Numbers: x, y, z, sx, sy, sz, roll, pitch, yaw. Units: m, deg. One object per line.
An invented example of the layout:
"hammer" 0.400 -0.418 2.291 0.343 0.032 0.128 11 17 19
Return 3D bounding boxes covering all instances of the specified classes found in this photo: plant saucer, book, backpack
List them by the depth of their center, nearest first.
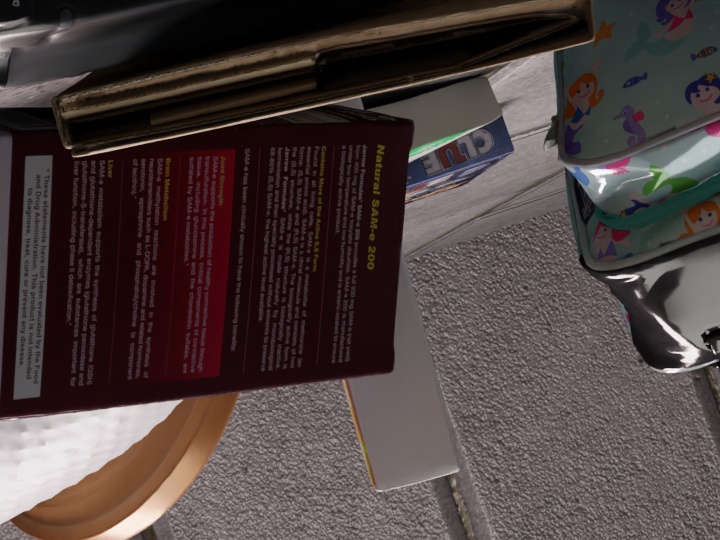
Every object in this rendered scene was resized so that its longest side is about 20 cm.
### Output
"backpack" 0.172 -0.074 0.941 0.177 0.151 0.201 -21 -146 19
"plant saucer" -0.133 0.041 1.074 0.200 0.201 0.032 -22 149 37
"book" -0.028 -0.060 1.282 0.200 0.048 0.133 -25 178 42

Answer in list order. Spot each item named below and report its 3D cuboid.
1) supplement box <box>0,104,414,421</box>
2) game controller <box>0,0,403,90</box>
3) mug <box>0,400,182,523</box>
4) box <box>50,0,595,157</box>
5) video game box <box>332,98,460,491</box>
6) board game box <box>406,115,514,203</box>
"supplement box" -0.075 -0.008 0.826 0.199 0.110 0.061 -4 -166 -38
"game controller" -0.061 -0.088 0.653 0.199 0.042 0.104 -17 -170 -35
"mug" -0.160 0.021 0.942 0.175 0.148 0.200 -29 162 32
"box" -0.014 -0.074 0.715 0.163 0.021 0.200 -13 -171 -1
"video game box" 0.000 0.000 1.004 0.047 0.201 0.182 -15 177 2
"board game box" -0.003 -0.058 1.497 0.199 0.035 0.135 -19 177 -14
